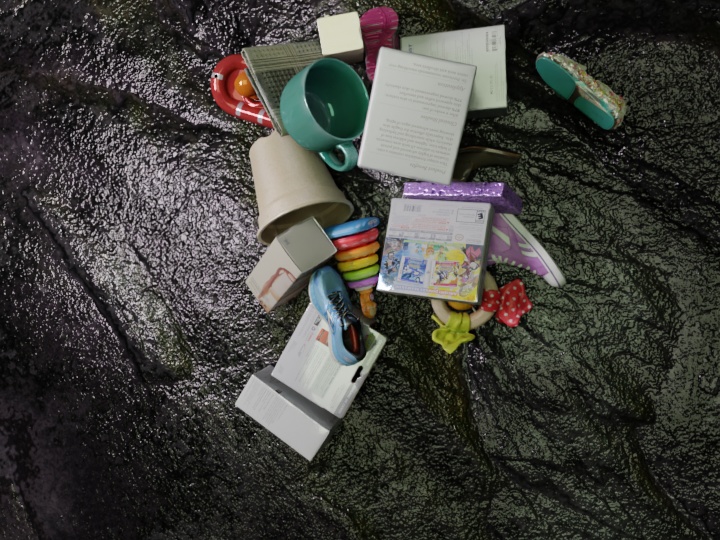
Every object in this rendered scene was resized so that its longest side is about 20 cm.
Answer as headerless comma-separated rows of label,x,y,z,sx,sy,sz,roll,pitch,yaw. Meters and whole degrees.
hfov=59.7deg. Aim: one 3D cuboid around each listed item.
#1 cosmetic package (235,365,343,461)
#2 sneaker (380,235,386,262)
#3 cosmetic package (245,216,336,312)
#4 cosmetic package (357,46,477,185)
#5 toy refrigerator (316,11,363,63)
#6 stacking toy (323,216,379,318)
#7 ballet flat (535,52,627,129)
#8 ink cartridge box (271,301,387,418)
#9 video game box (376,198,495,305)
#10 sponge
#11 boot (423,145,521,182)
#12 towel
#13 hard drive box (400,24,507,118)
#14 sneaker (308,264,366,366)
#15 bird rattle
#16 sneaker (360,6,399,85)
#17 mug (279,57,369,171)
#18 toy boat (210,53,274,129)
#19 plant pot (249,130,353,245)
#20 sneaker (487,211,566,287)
cosmetic package,-0.146,0.294,1.308,0.199,0.113,0.081,32,99,9
sneaker,0.137,-0.016,1.260,0.199,0.070,0.076,16,116,14
cosmetic package,-0.141,-0.007,1.247,0.087,0.103,0.200,53,144,6
cosmetic package,0.097,-0.272,1.113,0.166,0.166,0.202,13,105,1
toy refrigerator,-0.036,-0.437,1.190,0.075,0.200,0.071,-9,103,2
stacking toy,0.000,0.000,1.263,0.109,0.116,0.202,-11,97,26
ballet flat,0.416,-0.344,1.178,0.200,0.076,0.064,44,70,4
ink cartridge box,-0.056,0.171,1.295,0.175,0.084,0.201,32,99,9
video game box,0.140,-0.038,1.173,0.199,0.047,0.184,7,80,26
sponge,0.193,-0.137,1.179,0.199,0.111,0.030,6,82,32
boot,0.211,-0.198,1.230,0.199,0.075,0.098,9,105,22
towel,-0.126,-0.365,1.253,0.034,0.199,0.194,-29,85,51
hard drive box,0.182,-0.377,1.219,0.198,0.077,0.157,-1,92,13
sneaker,-0.031,0.082,1.187,0.078,0.090,0.201,-23,96,-28
bird rattle,0.214,0.062,1.197,0.199,0.113,0.164,-32,102,17
sneaker,0.040,-0.432,1.251,0.081,0.088,0.202,-2,69,5
mug,-0.075,-0.284,1.164,0.114,0.151,0.187,-12,65,51
toy boat,-0.218,-0.374,1.288,0.199,0.131,0.131,19,96,12
plant pot,-0.136,-0.173,1.259,0.199,0.200,0.185,-23,76,13
sneaker,0.296,-0.024,1.212,0.114,0.073,0.201,-43,71,13
